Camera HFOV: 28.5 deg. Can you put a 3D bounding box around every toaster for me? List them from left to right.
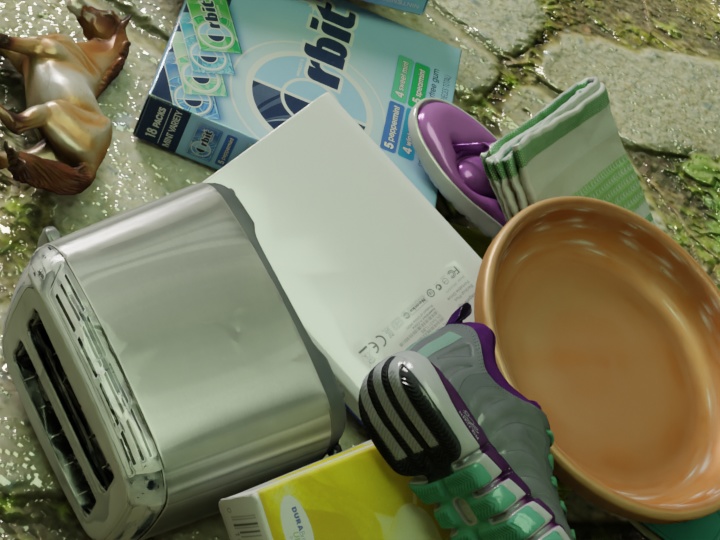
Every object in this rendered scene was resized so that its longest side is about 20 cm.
[{"bbox_3d":[-0.100,0.057,0.747,0.129,0.114,0.200,-18,72,-33],"label":"toaster"}]

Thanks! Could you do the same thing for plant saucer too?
[{"bbox_3d":[0.144,0.052,0.812,0.200,0.037,0.201,17,55,-25],"label":"plant saucer"}]

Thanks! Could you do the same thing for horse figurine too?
[{"bbox_3d":[-0.195,-0.106,0.861,0.132,0.050,0.200,21,36,-35],"label":"horse figurine"}]

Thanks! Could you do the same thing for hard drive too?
[{"bbox_3d":[0.000,0.000,0.868,0.200,0.025,0.132,48,60,5],"label":"hard drive"}]

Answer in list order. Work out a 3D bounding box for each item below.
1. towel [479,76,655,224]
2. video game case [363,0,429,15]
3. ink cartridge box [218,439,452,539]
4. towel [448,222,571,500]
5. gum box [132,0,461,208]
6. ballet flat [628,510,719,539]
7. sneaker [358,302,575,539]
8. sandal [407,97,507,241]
[{"bbox_3d":[0.162,-0.015,0.931,0.149,0.031,0.200,-37,105,-45],"label":"towel"},{"bbox_3d":[-0.057,-0.266,1.039,0.199,0.046,0.181,10,33,-21],"label":"video game case"},{"bbox_3d":[0.045,0.177,0.723,0.200,0.047,0.198,-18,88,-35],"label":"ink cartridge box"},{"bbox_3d":[0.087,0.052,0.914,0.086,0.018,0.200,15,49,-18],"label":"towel"},{"bbox_3d":[-0.036,-0.123,0.971,0.199,0.045,0.170,21,47,-10],"label":"gum box"},{"bbox_3d":[0.140,0.097,0.858,0.200,0.069,0.070,42,46,-6],"label":"ballet flat"},{"bbox_3d":[0.084,0.113,0.698,0.087,0.074,0.200,-37,100,-41],"label":"sneaker"},{"bbox_3d":[0.114,-0.045,0.949,0.203,0.050,0.082,48,37,-7],"label":"sandal"}]
